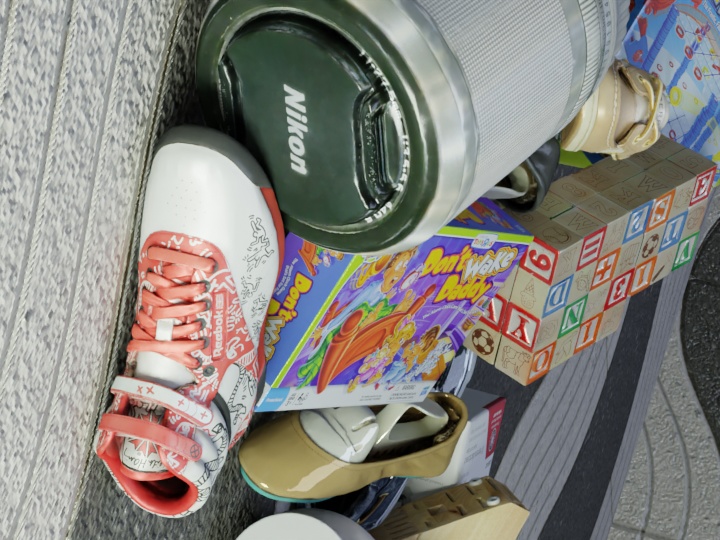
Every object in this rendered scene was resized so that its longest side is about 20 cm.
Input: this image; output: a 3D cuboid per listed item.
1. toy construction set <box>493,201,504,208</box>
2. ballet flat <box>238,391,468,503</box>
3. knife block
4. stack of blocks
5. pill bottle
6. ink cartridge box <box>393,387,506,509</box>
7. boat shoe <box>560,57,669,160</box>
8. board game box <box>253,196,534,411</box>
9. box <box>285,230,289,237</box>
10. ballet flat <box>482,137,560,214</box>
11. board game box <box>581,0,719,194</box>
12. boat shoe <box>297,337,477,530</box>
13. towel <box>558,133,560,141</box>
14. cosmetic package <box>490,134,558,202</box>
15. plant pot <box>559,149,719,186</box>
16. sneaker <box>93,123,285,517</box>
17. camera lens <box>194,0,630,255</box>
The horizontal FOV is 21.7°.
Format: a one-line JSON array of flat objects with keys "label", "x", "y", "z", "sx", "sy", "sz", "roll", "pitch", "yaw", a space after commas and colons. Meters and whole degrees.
[{"label": "toy construction set", "x": 0.089, "y": -0.063, "z": 1.432, "sx": 0.131, "sy": 0.092, "sz": 0.200, "roll": 28, "pitch": 68, "yaw": -49}, {"label": "ballet flat", "x": 0.000, "y": 0.104, "z": 1.211, "sx": 0.200, "sy": 0.069, "sz": 0.063, "roll": -2, "pitch": 134, "yaw": -55}, {"label": "knife block", "x": 0.042, "y": 0.266, "z": 1.396, "sx": 0.064, "sy": 0.200, "sz": 0.176, "roll": -135, "pitch": -153, "yaw": -72}, {"label": "stack of blocks", "x": 0.167, "y": -0.012, "z": 1.347, "sx": 0.200, "sy": 0.059, "sz": 0.115, "roll": -27, "pitch": 139, "yaw": -42}, {"label": "pill bottle", "x": -0.026, "y": 0.217, "z": 1.221, "sx": 0.200, "sy": 0.112, "sz": 0.112, "roll": 59, "pitch": 48, "yaw": -69}, {"label": "ink cartridge box", "x": 0.045, "y": 0.196, "z": 1.501, "sx": 0.147, "sy": 0.083, "sz": 0.200, "roll": -14, "pitch": 117, "yaw": -73}, {"label": "boat shoe", "x": 0.169, "y": -0.110, "z": 1.237, "sx": 0.200, "sy": 0.069, "sz": 0.074, "roll": -29, "pitch": 126, "yaw": -83}, {"label": "board game box", "x": 0.010, "y": 0.016, "z": 1.122, "sx": 0.135, "sy": 0.045, "sz": 0.200, "roll": -57, "pitch": 154, "yaw": 16}, {"label": "box", "x": 0.000, "y": 0.000, "z": 1.230, "sx": 0.200, "sy": 0.049, "sz": 0.082, "roll": 74, "pitch": 34, "yaw": -62}, {"label": "ballet flat", "x": 0.061, "y": -0.091, "z": 1.183, "sx": 0.200, "sy": 0.068, "sz": 0.068, "roll": 28, "pitch": 62, "yaw": -40}, {"label": "board game box", "x": 0.241, "y": -0.163, "z": 1.450, "sx": 0.196, "sy": 0.056, "sz": 0.200, "roll": -58, "pitch": 138, "yaw": -11}, {"label": "boat shoe", "x": 0.022, "y": 0.099, "z": 1.325, "sx": 0.200, "sy": 0.071, "sz": 0.091, "roll": -67, "pitch": 165, "yaw": 6}, {"label": "towel", "x": 0.151, "y": -0.213, "z": 1.493, "sx": 0.153, "sy": 0.023, "sz": 0.200, "roll": 40, "pitch": 49, "yaw": -78}, {"label": "cosmetic package", "x": 0.098, "y": -0.155, "z": 1.327, "sx": 0.085, "sy": 0.108, "sz": 0.200, "roll": 40, "pitch": 65, "yaw": -73}, {"label": "plant pot", "x": 0.251, "y": -0.211, "z": 1.654, "sx": 0.200, "sy": 0.199, "sz": 0.182, "roll": -54, "pitch": 148, "yaw": -47}, {"label": "sneaker", "x": -0.087, "y": 0.034, "z": 0.926, "sx": 0.108, "sy": 0.067, "sz": 0.201, "roll": -63, "pitch": 163, "yaw": -44}, {"label": "camera lens", "x": 0.027, "y": -0.113, "z": 0.955, "sx": 0.200, "sy": 0.160, "sz": 0.160, "roll": -39, "pitch": 143, "yaw": -42}]
